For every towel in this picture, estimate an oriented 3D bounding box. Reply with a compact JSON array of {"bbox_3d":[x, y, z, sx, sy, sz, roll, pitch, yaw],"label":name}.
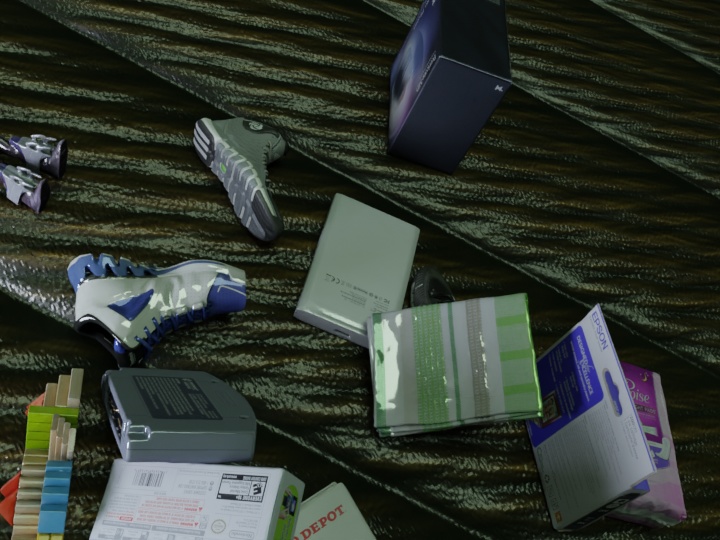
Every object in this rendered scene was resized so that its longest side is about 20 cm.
[{"bbox_3d":[0.105,0.108,0.893,0.196,0.031,0.152,-10,70,14],"label":"towel"}]

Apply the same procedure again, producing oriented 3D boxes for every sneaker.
[{"bbox_3d":[0.114,0.071,0.970,0.065,0.091,0.203,5,56,-21],"label":"sneaker"},{"bbox_3d":[-0.128,-0.136,1.019,0.114,0.075,0.201,-21,67,-36],"label":"sneaker"},{"bbox_3d":[-0.227,0.053,0.851,0.195,0.081,0.117,3,60,-13],"label":"sneaker"}]

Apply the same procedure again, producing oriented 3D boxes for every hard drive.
[{"bbox_3d":[0.000,0.000,1.011,0.130,0.027,0.202,22,52,-8],"label":"hard drive"}]

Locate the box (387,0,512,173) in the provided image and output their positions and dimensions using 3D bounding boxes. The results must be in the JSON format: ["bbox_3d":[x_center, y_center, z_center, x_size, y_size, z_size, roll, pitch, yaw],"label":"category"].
[{"bbox_3d":[0.128,-0.297,1.157,0.121,0.201,0.201,13,53,-14],"label":"box"}]

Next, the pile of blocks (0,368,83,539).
[{"bbox_3d":[-0.301,0.188,0.716,0.061,0.082,0.203,7,56,-19],"label":"pile of blocks"}]

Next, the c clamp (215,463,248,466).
[{"bbox_3d":[-0.169,0.255,0.768,0.168,0.027,0.203,20,50,-17],"label":"c clamp"}]

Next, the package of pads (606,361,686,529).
[{"bbox_3d":[0.335,0.217,0.978,0.118,0.076,0.203,17,53,-16],"label":"package of pads"}]

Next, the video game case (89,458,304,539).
[{"bbox_3d":[-0.157,0.262,0.659,0.196,0.046,0.184,-5,57,28],"label":"video game case"}]

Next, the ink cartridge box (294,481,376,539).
[{"bbox_3d":[-0.034,0.329,0.723,0.144,0.084,0.202,-22,73,-37],"label":"ink cartridge box"}]

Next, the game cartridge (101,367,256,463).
[{"bbox_3d":[-0.175,0.139,0.749,0.131,0.199,0.042,2,98,-25],"label":"game cartridge"}]

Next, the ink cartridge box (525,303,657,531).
[{"bbox_3d":[0.266,0.175,0.895,0.043,0.201,0.201,4,56,-20],"label":"ink cartridge box"}]

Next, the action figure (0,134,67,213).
[{"bbox_3d":[-0.447,-0.146,0.890,0.197,0.070,0.132,21,57,-5],"label":"action figure"}]
